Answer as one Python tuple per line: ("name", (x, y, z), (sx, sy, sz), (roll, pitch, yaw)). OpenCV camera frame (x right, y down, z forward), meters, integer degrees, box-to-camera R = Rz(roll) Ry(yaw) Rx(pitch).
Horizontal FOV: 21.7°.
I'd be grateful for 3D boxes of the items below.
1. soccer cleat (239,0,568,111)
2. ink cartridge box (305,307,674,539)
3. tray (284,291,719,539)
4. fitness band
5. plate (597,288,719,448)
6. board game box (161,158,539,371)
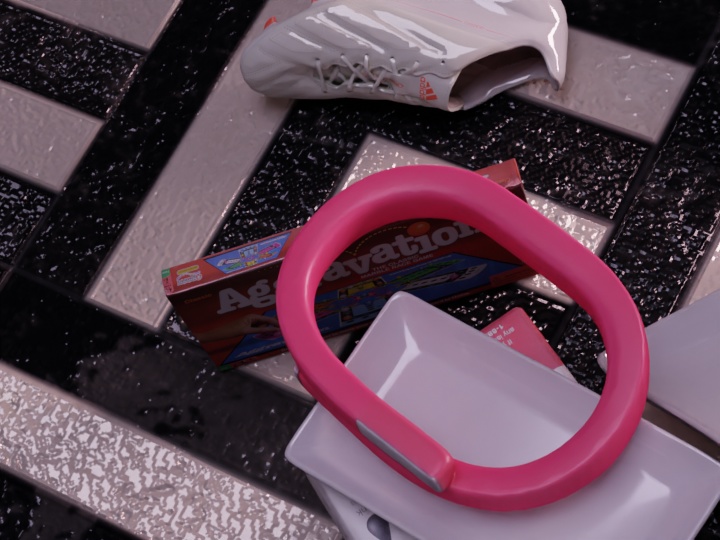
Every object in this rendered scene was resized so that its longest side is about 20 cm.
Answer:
("soccer cleat", (0.025, -0.126, 1.117), (0.198, 0.069, 0.078), (-10, 64, 7))
("ink cartridge box", (0.081, 0.143, 0.951), (0.145, 0.085, 0.201), (-33, 62, -3))
("tray", (0.070, 0.097, 0.916), (0.199, 0.022, 0.108), (28, 71, 26))
("fitness band", (0.049, 0.031, 0.927), (0.144, 0.038, 0.200), (-44, 61, -14))
("plate", (0.252, 0.053, 0.927), (0.199, 0.033, 0.200), (-25, 34, -21))
("board game box", (0.000, 0.000, 1.035), (0.198, 0.103, 0.020), (-17, 59, 6))
